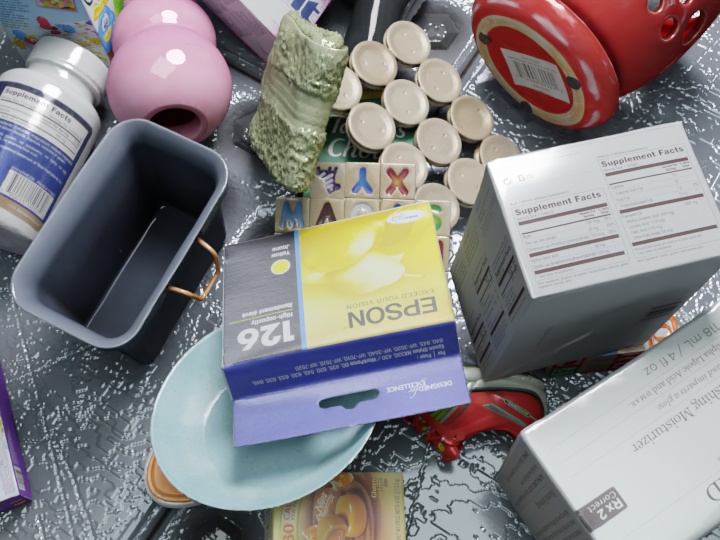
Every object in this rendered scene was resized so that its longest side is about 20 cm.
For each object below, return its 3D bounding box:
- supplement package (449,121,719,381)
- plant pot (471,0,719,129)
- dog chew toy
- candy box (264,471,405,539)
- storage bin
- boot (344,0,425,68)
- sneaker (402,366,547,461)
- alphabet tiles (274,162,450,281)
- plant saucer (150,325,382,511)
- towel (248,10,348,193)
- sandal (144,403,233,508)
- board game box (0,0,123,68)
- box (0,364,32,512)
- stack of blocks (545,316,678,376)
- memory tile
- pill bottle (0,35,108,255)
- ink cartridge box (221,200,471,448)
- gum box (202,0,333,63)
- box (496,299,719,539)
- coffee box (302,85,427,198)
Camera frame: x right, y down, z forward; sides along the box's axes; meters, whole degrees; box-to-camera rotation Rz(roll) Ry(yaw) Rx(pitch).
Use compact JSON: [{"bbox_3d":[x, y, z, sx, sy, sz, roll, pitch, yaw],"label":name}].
[{"bbox_3d":[0.171,-0.007,0.741,0.155,0.200,0.112,-12,69,-8],"label":"supplement package"},{"bbox_3d":[0.220,-0.256,0.906,0.200,0.201,0.182,42,78,16],"label":"plant pot"},{"bbox_3d":[-0.199,-0.225,0.954,0.124,0.125,0.201,-11,61,-2],"label":"dog chew toy"},{"bbox_3d":[-0.021,0.271,0.773,0.115,0.055,0.201,3,69,-12],"label":"candy box"},{"bbox_3d":[-0.194,-0.010,0.858,0.145,0.134,0.201,24,72,11],"label":"storage bin"},{"bbox_3d":[-0.016,-0.317,0.937,0.065,0.200,0.166,5,57,38],"label":"boot"},{"bbox_3d":[0.068,0.126,0.828,0.198,0.077,0.086,3,81,1],"label":"sneaker"},{"bbox_3d":[0.000,0.000,0.874,0.165,0.006,0.202,2,92,2],"label":"alphabet tiles"},{"bbox_3d":[-0.076,0.120,0.787,0.199,0.039,0.202,-8,47,9],"label":"plant saucer"},{"bbox_3d":[-0.065,-0.162,0.874,0.036,0.200,0.149,10,109,-21],"label":"towel"},{"bbox_3d":[-0.097,0.150,0.833,0.205,0.059,0.080,-15,69,-4],"label":"sandal"},{"bbox_3d":[-0.305,-0.290,0.936,0.104,0.200,0.104,5,69,4],"label":"board game box"},{"bbox_3d":[-0.395,0.139,0.858,0.136,0.039,0.201,-19,69,-6],"label":"box"},{"bbox_3d":[0.219,-0.009,0.883,0.114,0.059,0.201,-7,69,-1],"label":"stack of blocks"},{"bbox_3d":[0.059,-0.143,0.917,0.153,0.017,0.200,-39,89,-28],"label":"memory tile"},{"bbox_3d":[-0.326,-0.126,0.921,0.110,0.111,0.201,18,70,9],"label":"pill bottle"},{"bbox_3d":[-0.020,0.039,0.790,0.196,0.047,0.201,-11,44,3],"label":"ink cartridge box"},{"bbox_3d":[-0.115,-0.320,0.960,0.200,0.066,0.114,42,71,-27],"label":"gum box"},{"bbox_3d":[0.230,0.151,0.745,0.198,0.200,0.131,-31,70,-10],"label":"box"},{"bbox_3d":[0.003,-0.092,0.931,0.122,0.044,0.201,5,69,3],"label":"coffee box"}]
